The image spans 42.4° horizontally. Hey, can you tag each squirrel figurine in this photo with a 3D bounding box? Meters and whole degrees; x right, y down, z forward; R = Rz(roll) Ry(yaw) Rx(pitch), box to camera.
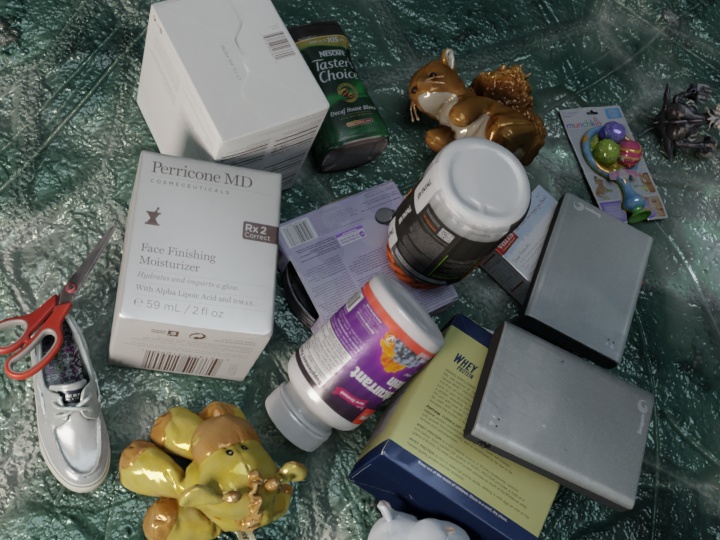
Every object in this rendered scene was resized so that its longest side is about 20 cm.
[{"bbox_3d":[0.161,-0.219,1.304,0.199,0.142,0.187,-26,66,-40],"label":"squirrel figurine"}]

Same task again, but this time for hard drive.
[{"bbox_3d":[0.298,0.011,1.220,0.139,0.033,0.201,27,62,-5],"label":"hard drive"},{"bbox_3d":[0.224,0.162,1.032,0.199,0.033,0.140,26,61,-8],"label":"hard drive"}]

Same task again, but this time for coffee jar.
[{"bbox_3d":[-0.043,-0.240,1.254,0.104,0.085,0.201,-16,72,-24],"label":"coffee jar"}]

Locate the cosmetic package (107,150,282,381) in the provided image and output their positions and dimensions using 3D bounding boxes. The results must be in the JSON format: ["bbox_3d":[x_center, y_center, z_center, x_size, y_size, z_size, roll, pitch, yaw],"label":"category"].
[{"bbox_3d":[-0.188,0.000,1.054,0.164,0.165,0.201,8,65,-16],"label":"cosmetic package"}]

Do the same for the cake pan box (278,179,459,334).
[{"bbox_3d":[0.000,0.000,1.183,0.199,0.052,0.185,-24,74,-26],"label":"cake pan box"}]

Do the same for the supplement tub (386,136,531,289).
[{"bbox_3d":[0.107,-0.059,1.103,0.122,0.200,0.123,8,64,-17],"label":"supplement tub"}]

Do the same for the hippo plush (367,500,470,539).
[{"bbox_3d":[0.049,0.354,1.014,0.199,0.160,0.161,-4,38,25],"label":"hippo plush"}]

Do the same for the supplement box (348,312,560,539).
[{"bbox_3d":[0.129,0.199,1.087,0.199,0.134,0.200,33,61,-2],"label":"supplement box"}]

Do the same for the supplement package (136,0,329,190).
[{"bbox_3d":[-0.162,-0.203,1.134,0.146,0.200,0.192,-22,76,-26],"label":"supplement package"}]

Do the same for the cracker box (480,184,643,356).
[{"bbox_3d":[0.269,-0.001,1.266,0.200,0.058,0.134,44,61,3],"label":"cracker box"}]

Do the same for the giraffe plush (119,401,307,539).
[{"bbox_3d":[-0.145,0.217,0.973,0.200,0.162,0.172,46,61,6],"label":"giraffe plush"}]

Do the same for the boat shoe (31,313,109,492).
[{"bbox_3d":[-0.317,0.135,0.997,0.070,0.072,0.202,-12,71,-22],"label":"boat shoe"}]

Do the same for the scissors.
[{"bbox_3d":[-0.314,0.034,1.002,0.073,0.014,0.200,35,60,15],"label":"scissors"}]

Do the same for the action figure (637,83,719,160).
[{"bbox_3d":[0.534,-0.233,1.432,0.199,0.102,0.120,-1,95,22],"label":"action figure"}]

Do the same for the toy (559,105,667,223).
[{"bbox_3d":[0.386,-0.168,1.384,0.114,0.047,0.201,-8,70,-23],"label":"toy"}]

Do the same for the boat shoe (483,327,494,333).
[{"bbox_3d":[0.207,0.125,1.192,0.200,0.070,0.072,35,44,-1],"label":"boat shoe"}]

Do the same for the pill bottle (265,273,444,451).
[{"bbox_3d":[-0.011,0.109,1.051,0.200,0.111,0.111,-44,84,11],"label":"pill bottle"}]
